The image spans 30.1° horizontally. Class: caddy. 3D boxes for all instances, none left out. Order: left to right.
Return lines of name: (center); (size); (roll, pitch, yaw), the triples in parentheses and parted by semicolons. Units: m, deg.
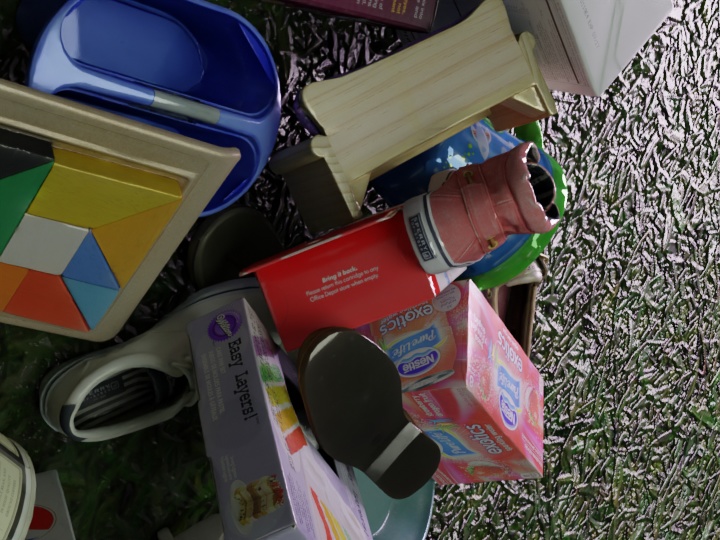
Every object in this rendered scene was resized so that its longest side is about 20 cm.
caddy: (-0.142, -0.114, 0.883); (0.199, 0.105, 0.143); (11, 96, -45)

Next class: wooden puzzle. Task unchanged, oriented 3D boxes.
wooden puzzle: (-0.194, -0.025, 0.826); (0.199, 0.037, 0.185); (11, 132, -38)

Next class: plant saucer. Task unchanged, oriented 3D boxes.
plant saucer: (0.010, 0.145, 1.109); (0.200, 0.036, 0.202); (-9, 90, -68)

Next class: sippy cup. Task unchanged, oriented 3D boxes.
sippy cup: (0.080, -0.074, 1.101); (0.130, 0.139, 0.179); (37, 34, -33)

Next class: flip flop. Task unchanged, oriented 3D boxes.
flip flop: (-0.066, 0.030, 1.033); (0.081, 0.057, 0.201); (-45, 129, -25)

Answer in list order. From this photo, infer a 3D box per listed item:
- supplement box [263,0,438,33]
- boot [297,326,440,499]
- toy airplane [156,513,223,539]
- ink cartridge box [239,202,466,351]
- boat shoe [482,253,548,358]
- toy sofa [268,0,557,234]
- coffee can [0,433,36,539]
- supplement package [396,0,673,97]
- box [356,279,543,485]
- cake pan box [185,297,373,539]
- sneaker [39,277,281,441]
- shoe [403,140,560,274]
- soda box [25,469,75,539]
supplement box: (-0.051, -0.236, 0.920); (0.199, 0.130, 0.104); (3, 102, -43)
boot: (-0.009, 0.091, 0.942); (0.074, 0.075, 0.200); (-41, 143, -8)
toy airplane: (-0.100, 0.277, 0.981); (0.142, 0.198, 0.200); (68, 29, -28)
ink cartridge box: (0.000, 0.000, 0.950); (0.200, 0.115, 0.068); (-29, 98, -76)
boat shoe: (0.137, -0.001, 1.211); (0.074, 0.066, 0.202); (-9, 108, -42)
toy sofa: (0.034, -0.113, 0.961); (0.199, 0.083, 0.098); (-30, 98, -24)
coffee can: (-0.305, 0.109, 0.765); (0.147, 0.146, 0.200); (-55, 132, -17)
supplement package: (0.119, -0.222, 1.035); (0.110, 0.199, 0.114); (-47, 130, -22)
box: (0.077, 0.099, 1.109); (0.200, 0.102, 0.095); (50, 38, -52)
cake pan box: (-0.045, 0.142, 0.889); (0.052, 0.201, 0.185); (-24, 134, 5)
sneaker: (-0.126, 0.070, 0.945); (0.199, 0.071, 0.074); (-28, 118, -18)
shoe: (0.095, -0.046, 0.938); (0.200, 0.090, 0.072); (-31, 101, -74)
soda box: (-0.208, 0.204, 0.845); (0.067, 0.200, 0.064); (-11, 113, -16)
